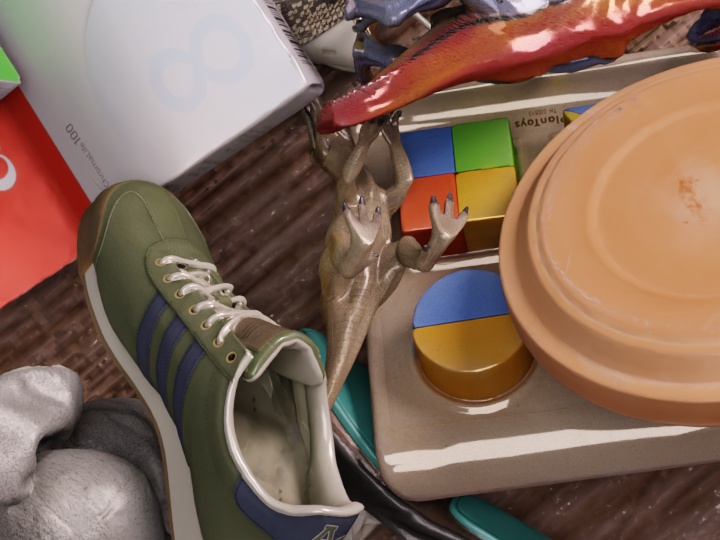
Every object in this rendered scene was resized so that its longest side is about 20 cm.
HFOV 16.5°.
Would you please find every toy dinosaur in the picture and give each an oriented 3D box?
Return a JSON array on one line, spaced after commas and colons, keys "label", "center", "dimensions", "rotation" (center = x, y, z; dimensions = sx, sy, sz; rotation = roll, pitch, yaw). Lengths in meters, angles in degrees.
[{"label": "toy dinosaur", "center": [0.000, 0.000, 1.087], "dimensions": [0.058, 0.101, 0.200], "rotation": [16, 56, -18]}, {"label": "toy dinosaur", "center": [0.087, -0.098, 1.085], "dimensions": [0.181, 0.105, 0.200], "rotation": [6, 50, 8]}]

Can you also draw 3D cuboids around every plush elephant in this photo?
[{"label": "plush elephant", "center": [-0.123, 0.120, 1.074], "dimensions": [0.165, 0.155, 0.200], "rotation": [46, 108, 5]}]

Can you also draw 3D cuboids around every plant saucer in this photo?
[{"label": "plant saucer", "center": [0.154, -0.022, 1.032], "dimensions": [0.200, 0.032, 0.200], "rotation": [-10, 46, 11]}]

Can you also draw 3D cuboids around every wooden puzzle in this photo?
[{"label": "wooden puzzle", "center": [0.090, -0.007, 1.104], "dimensions": [0.185, 0.046, 0.200], "rotation": [-8, 63, 5]}]

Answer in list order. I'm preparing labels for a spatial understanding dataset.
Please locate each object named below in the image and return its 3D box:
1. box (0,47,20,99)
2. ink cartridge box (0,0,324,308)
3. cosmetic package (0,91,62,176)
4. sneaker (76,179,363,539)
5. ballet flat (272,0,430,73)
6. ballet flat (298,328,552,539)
[{"label": "box", "center": [-0.265, -0.069, 1.028], "dimensions": [0.176, 0.200, 0.097], "rotation": [-34, 83, 13]}, {"label": "ink cartridge box", "center": [-0.140, -0.094, 1.109], "dimensions": [0.200, 0.047, 0.160], "rotation": [-33, 85, 7]}, {"label": "cosmetic package", "center": [-0.186, -0.124, 1.169], "dimensions": [0.200, 0.052, 0.151], "rotation": [7, 90, 6]}, {"label": "sneaker", "center": [-0.051, 0.038, 1.022], "dimensions": [0.090, 0.067, 0.200], "rotation": [-38, 62, 42]}, {"label": "ballet flat", "center": [0.014, -0.136, 1.146], "dimensions": [0.200, 0.068, 0.075], "rotation": [-29, 106, 2]}, {"label": "ballet flat", "center": [0.024, 0.114, 1.123], "dimensions": [0.200, 0.068, 0.068], "rotation": [42, 109, 12]}]
